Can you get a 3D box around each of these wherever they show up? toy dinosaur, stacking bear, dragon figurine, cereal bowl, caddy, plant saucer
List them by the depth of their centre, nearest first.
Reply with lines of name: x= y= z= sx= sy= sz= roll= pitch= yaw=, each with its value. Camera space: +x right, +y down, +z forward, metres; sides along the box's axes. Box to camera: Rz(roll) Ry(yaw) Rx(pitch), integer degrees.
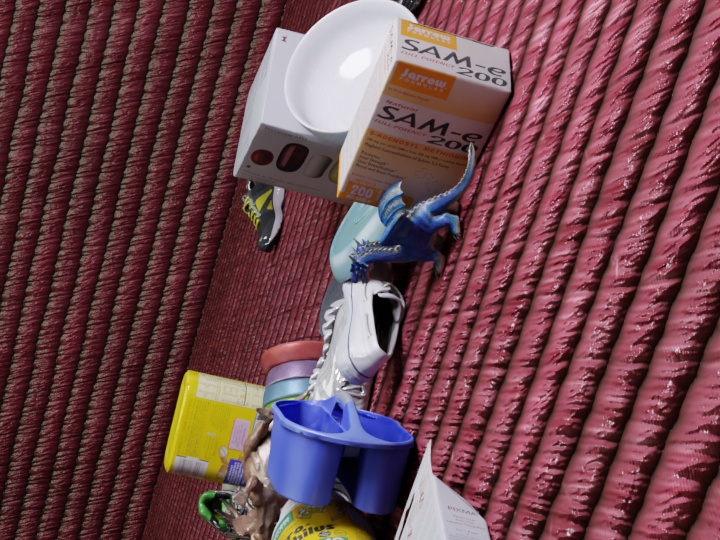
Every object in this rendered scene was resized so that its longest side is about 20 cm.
caddy: x=-0.023 y=0.179 z=1.380 sx=0.200 sy=0.141 sz=0.106 roll=-157 pitch=78 yaw=-77
dragon figurine: x=0.051 y=-0.051 z=1.382 sx=0.200 sy=0.099 sz=0.059 roll=115 pitch=163 yaw=-44
toy dinosaur: x=-0.114 y=0.237 z=1.560 sx=0.136 sy=0.085 sz=0.201 roll=130 pitch=152 yaw=-62
plant saucer: x=0.020 y=-0.076 z=1.569 sx=0.200 sy=0.027 sz=0.200 roll=-53 pitch=11 yaw=15
stacking bear: x=-0.066 y=0.199 z=1.639 sx=0.114 sy=0.121 sz=0.201 roll=36 pitch=-136 yaw=-56
cereal bowl: x=0.007 y=-0.244 z=1.694 sx=0.083 sy=0.199 sz=0.201 roll=40 pitch=-128 yaw=-53

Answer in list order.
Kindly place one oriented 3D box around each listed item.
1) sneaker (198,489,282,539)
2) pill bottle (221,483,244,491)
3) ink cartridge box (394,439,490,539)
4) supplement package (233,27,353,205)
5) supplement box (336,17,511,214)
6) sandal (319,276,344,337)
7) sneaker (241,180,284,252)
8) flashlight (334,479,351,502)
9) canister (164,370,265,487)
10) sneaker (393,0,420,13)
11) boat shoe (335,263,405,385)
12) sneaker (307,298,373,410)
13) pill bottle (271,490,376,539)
sneaker: x=-0.139 y=0.340 z=1.747 sx=0.199 sy=0.085 sz=0.078 roll=8 pitch=82 yaw=42
pill bottle: x=-0.150 y=0.296 z=1.934 sx=0.200 sy=0.104 sz=0.105 roll=-96 pitch=22 yaw=-56
ink cartridge box: x=0.062 y=0.264 z=1.139 sx=0.200 sy=0.047 sz=0.161 roll=-92 pitch=18 yaw=-68
supplement package: x=-0.059 y=-0.208 z=1.849 sx=0.200 sy=0.190 sz=0.148 roll=130 pitch=150 yaw=-67
supplement box: x=0.063 y=-0.150 z=1.375 sx=0.200 sy=0.125 sz=0.074 roll=114 pitch=165 yaw=-45
sandal: x=0.000 y=0.000 z=1.734 sx=0.201 sy=0.043 sz=0.076 roll=-67 pitch=19 yaw=1
sneaker: x=-0.204 y=-0.116 z=2.691 sx=0.201 sy=0.084 sz=0.075 roll=-89 pitch=16 yaw=-45
flashlight: x=-0.053 y=0.322 z=1.564 sx=0.068 sy=0.068 sz=0.200 roll=55 pitch=146 yaw=28
canister: x=-0.155 y=0.224 z=1.800 sx=0.087 sy=0.199 sz=0.149 roll=-148 pitch=71 yaw=-77
sneaker: x=0.051 y=-0.376 z=1.859 sx=0.200 sy=0.073 sz=0.080 roll=-50 pitch=14 yaw=57
boat shoe: x=0.023 y=0.048 z=1.524 sx=0.067 sy=0.073 sz=0.201 roll=-31 pitch=33 yaw=30
sneaker: x=-0.014 y=0.116 z=1.590 sx=0.081 sy=0.075 sz=0.201 roll=-37 pitch=41 yaw=55
pill bottle: x=-0.034 y=0.301 z=1.363 sx=0.200 sy=0.112 sz=0.113 roll=-119 pitch=43 yaw=-74
